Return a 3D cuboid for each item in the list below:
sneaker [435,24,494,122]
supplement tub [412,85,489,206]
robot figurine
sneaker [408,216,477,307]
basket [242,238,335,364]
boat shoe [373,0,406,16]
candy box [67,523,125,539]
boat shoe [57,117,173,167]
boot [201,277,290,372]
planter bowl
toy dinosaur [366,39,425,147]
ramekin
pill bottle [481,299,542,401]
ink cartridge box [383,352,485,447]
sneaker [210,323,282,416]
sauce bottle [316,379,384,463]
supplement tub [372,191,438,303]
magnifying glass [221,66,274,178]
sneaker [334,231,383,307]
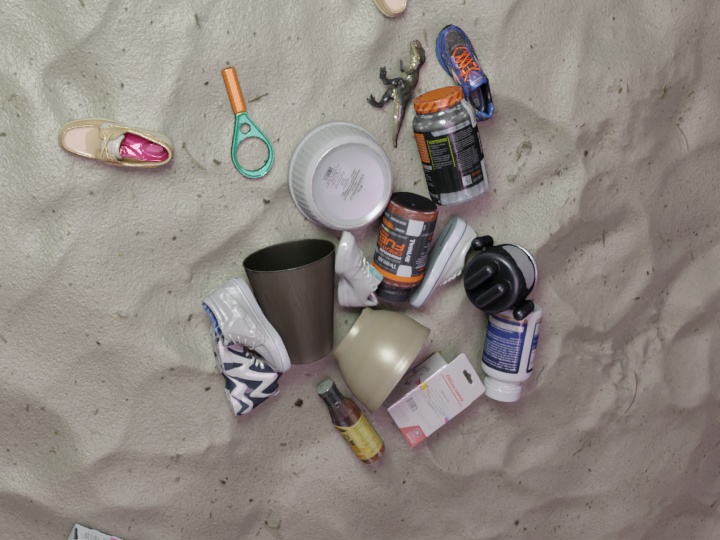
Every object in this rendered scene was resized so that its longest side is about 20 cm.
[{"bbox_3d":[0.207,-0.372,1.646,0.075,0.078,0.202,-34,114,-6],"label":"sneaker"},{"bbox_3d":[0.169,-0.237,1.652,0.120,0.123,0.204,-21,113,-11],"label":"supplement tub"},{"bbox_3d":[0.281,0.013,1.732,0.199,0.123,0.154,-19,114,-58],"label":"robot figurine"},{"bbox_3d":[0.170,-0.007,1.751,0.070,0.073,0.202,30,95,-20],"label":"sneaker"},{"bbox_3d":[-0.118,0.062,1.649,0.177,0.136,0.204,-13,114,-9],"label":"basket"},{"bbox_3d":[0.040,-0.548,1.532,0.073,0.069,0.203,-24,113,-10],"label":"boat shoe"},{"bbox_3d":[-0.509,0.619,1.723,0.197,0.072,0.170,26,97,-23],"label":"candy box"},{"bbox_3d":[-0.416,-0.218,1.493,0.196,0.069,0.075,3,106,-19],"label":"boat shoe"},{"bbox_3d":[-0.215,0.120,1.607,0.095,0.073,0.202,-34,93,-30],"label":"boot"},{"bbox_3d":[0.028,0.158,1.706,0.134,0.200,0.202,36,94,2],"label":"planter bowl"},{"bbox_3d":[0.065,-0.335,1.631,0.087,0.047,0.204,9,107,-27],"label":"toy dinosaur"},{"bbox_3d":[-0.031,-0.168,1.617,0.196,0.105,0.205,-6,109,-16],"label":"ramekin"},{"bbox_3d":[0.313,0.166,1.832,0.109,0.111,0.204,3,106,-19],"label":"pill bottle"},{"bbox_3d":[0.152,0.260,1.832,0.198,0.068,0.117,-35,114,-3],"label":"ink cartridge box"},{"bbox_3d":[-0.210,0.171,1.682,0.127,0.079,0.203,-19,105,-20],"label":"sneaker"},{"bbox_3d":[-0.023,0.309,1.793,0.066,0.066,0.202,-36,112,-4],"label":"sauce bottle"},{"bbox_3d":[0.081,-0.041,1.685,0.105,0.107,0.204,3,115,-19],"label":"supplement tub"},{"bbox_3d":[-0.211,-0.265,1.573,0.078,0.022,0.204,-19,111,-12],"label":"magnifying glass"},{"bbox_3d":[0.000,0.000,1.640,0.087,0.076,0.202,9,146,10],"label":"sneaker"}]
